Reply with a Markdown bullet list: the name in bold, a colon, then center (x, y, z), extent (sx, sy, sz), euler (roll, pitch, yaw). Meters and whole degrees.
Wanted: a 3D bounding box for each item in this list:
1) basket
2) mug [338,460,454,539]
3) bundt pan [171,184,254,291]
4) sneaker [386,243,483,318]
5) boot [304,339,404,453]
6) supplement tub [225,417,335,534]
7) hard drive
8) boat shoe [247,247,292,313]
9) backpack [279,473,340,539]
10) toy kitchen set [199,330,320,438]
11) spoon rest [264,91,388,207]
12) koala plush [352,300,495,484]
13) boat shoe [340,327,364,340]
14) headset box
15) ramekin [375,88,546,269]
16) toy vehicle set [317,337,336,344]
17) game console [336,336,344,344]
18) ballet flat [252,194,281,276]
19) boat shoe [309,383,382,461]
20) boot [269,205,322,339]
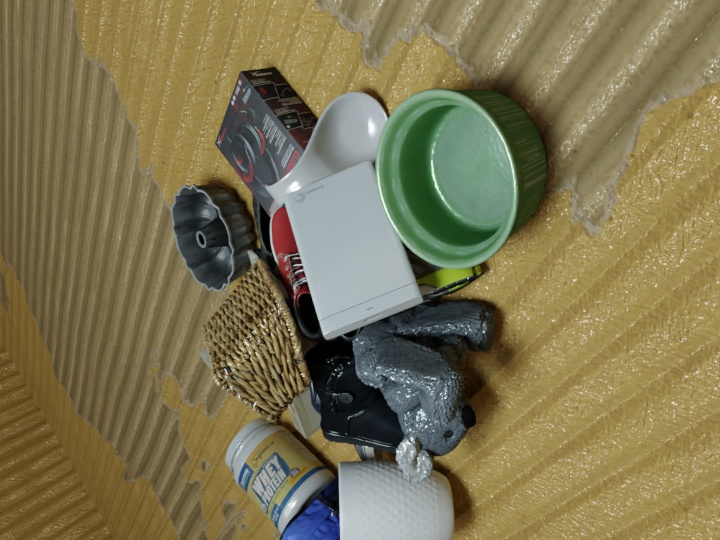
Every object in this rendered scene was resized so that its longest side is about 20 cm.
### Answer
- **basket**: center (-0.130, 0.101, 0.918), extent (0.142, 0.150, 0.200), euler (40, -179, -26)
- **mug**: center (0.052, 0.378, 0.992), extent (0.200, 0.170, 0.152), euler (96, 172, -74)
- **bundt pan**: center (-0.271, -0.070, 1.176), extent (0.199, 0.075, 0.207), euler (23, 124, 37)
- **sneaker**: center (0.057, 0.007, 0.821), extent (0.074, 0.195, 0.083), euler (87, 164, -73)
- **boot**: center (0.020, 0.183, 0.923), extent (0.194, 0.077, 0.171), euler (1, 127, 12)
- **supplement tub**: center (-0.158, 0.401, 1.228), extent (0.198, 0.143, 0.148), euler (34, 130, 29)
- **hard drive**: center (-0.013, -0.031, 0.797), extent (0.027, 0.129, 0.204), euler (61, -171, -66)
- **boat shoe**: center (-0.128, 0.011, 1.037), extent (0.200, 0.060, 0.077), euler (42, 156, 45)
- **backpack**: center (-0.045, 0.489, 1.113), extent (0.165, 0.198, 0.167), euler (21, 122, 37)
- **toy kitchen set**: center (-0.172, 0.190, 1.125), extent (0.199, 0.161, 0.184), euler (30, 144, 48)
- **spoon rest**: center (-0.046, -0.157, 0.853), extent (0.198, 0.061, 0.100), euler (-38, 104, 9)
- **koala plush**: center (0.090, 0.166, 0.847), extent (0.180, 0.178, 0.204), euler (3, 124, 33)
- **boat shoe**: center (-0.013, 0.001, 0.857), extent (0.072, 0.066, 0.205), euler (9, 107, 6)
- **headset box**: center (-0.128, -0.187, 0.974), extent (0.201, 0.074, 0.149), euler (52, 135, 15)
- **ramekin**: center (0.120, -0.114, 0.736), extent (0.197, 0.097, 0.205), euler (21, 122, 38)
- **toy vehicle set**: center (-0.078, 0.068, 1.078), extent (0.202, 0.026, 0.125), euler (54, 137, 13)
- **game console**: center (0.000, 0.000, 0.952), extent (0.166, 0.119, 0.206), euler (1, 107, 7)
- **ballet flat**: center (-0.142, -0.071, 1.012), extent (0.057, 0.065, 0.203), euler (74, 172, -57)
- **boat shoe**: center (-0.025, 0.243, 1.046), extent (0.090, 0.075, 0.205), euler (-11, 98, 14)
- **boot**: center (-0.084, -0.004, 0.883), extent (0.144, 0.071, 0.205), euler (114, 140, -82)
